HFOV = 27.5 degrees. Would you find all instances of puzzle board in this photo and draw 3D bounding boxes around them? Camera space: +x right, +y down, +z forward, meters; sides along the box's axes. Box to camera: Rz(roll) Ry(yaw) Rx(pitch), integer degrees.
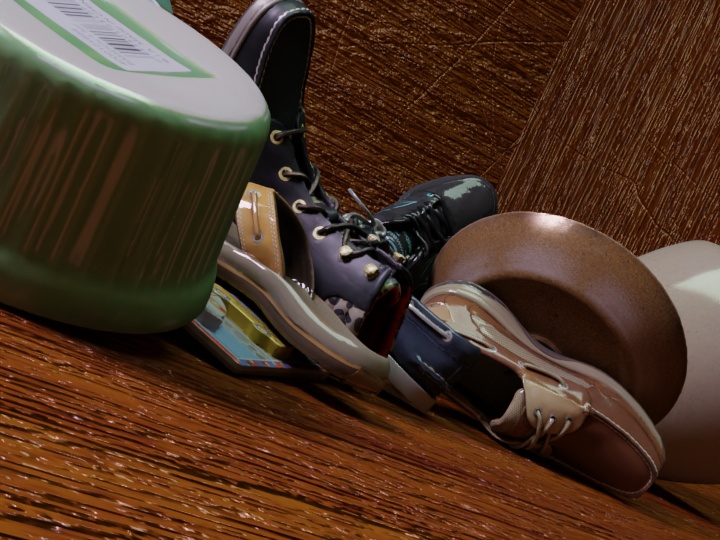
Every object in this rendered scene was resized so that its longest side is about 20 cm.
[{"bbox_3d":[-0.108,-0.011,0.798,0.199,0.017,0.151,40,5,16],"label":"puzzle board"}]

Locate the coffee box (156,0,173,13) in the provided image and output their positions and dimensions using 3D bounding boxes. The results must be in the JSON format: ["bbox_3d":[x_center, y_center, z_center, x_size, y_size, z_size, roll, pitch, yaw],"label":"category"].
[{"bbox_3d":[-0.260,-0.182,1.185,0.122,0.199,0.044,31,28,-44],"label":"coffee box"}]

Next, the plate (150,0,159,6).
[{"bbox_3d":[-0.235,-0.180,1.020,0.197,0.026,0.201,10,28,-5],"label":"plate"}]

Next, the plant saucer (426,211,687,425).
[{"bbox_3d":[0.130,0.054,1.041,0.198,0.202,0.036,27,42,12],"label":"plant saucer"}]

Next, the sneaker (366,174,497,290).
[{"bbox_3d":[0.036,-0.015,1.086,0.076,0.199,0.079,58,-28,-2],"label":"sneaker"}]

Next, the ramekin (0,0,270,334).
[{"bbox_3d":[-0.136,-0.069,0.656,0.198,0.098,0.200,27,18,-9],"label":"ramekin"}]

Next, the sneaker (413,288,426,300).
[{"bbox_3d":[0.013,0.017,1.152,0.198,0.091,0.070,26,2,-19],"label":"sneaker"}]

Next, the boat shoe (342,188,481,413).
[{"bbox_3d":[0.000,0.000,0.959,0.200,0.062,0.075,50,3,27],"label":"boat shoe"}]

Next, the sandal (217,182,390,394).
[{"bbox_3d":[-0.050,-0.012,0.810,0.200,0.054,0.080,41,7,21],"label":"sandal"}]

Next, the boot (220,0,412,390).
[{"bbox_3d":[-0.027,-0.045,0.872,0.153,0.206,0.073,32,28,28],"label":"boot"}]

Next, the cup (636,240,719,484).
[{"bbox_3d":[0.224,0.082,1.199,0.141,0.203,0.200,-6,14,-20],"label":"cup"}]

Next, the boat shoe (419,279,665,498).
[{"bbox_3d":[0.112,0.091,0.998,0.199,0.076,0.074,35,35,5],"label":"boat shoe"}]
